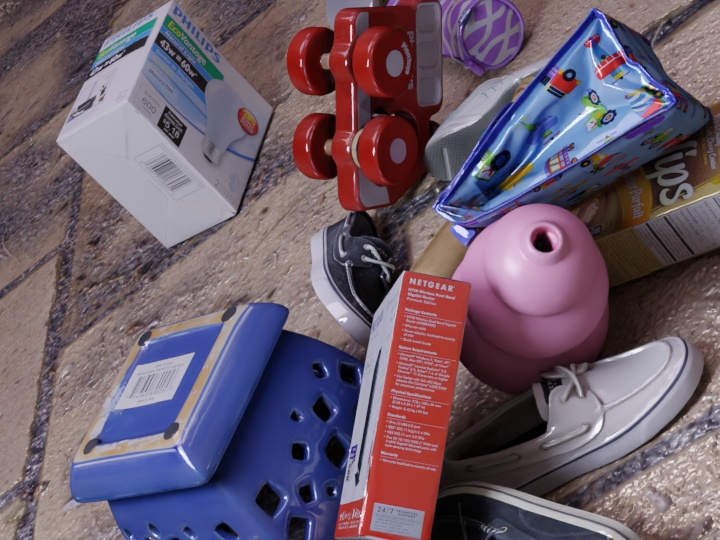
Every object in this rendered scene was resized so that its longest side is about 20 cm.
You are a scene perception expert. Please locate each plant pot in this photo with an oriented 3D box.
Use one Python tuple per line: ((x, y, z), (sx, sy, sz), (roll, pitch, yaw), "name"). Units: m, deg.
((-0.108, 0.144, 1.274), (0.200, 0.180, 0.200), (-15, 41, 44), "plant pot")

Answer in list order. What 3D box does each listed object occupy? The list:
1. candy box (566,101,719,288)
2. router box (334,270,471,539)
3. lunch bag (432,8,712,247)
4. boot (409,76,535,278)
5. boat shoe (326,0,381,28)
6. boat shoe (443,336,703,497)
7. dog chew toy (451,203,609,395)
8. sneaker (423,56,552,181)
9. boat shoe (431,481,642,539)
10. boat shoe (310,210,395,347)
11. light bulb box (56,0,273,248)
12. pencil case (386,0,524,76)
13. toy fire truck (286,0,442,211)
((0.236, -0.058, 1.213), (0.200, 0.055, 0.116), (-24, 33, 36), "candy box")
((0.027, 0.107, 1.112), (0.200, 0.049, 0.180), (117, 164, -78), "router box")
((0.148, -0.085, 1.157), (0.200, 0.094, 0.151), (-43, -14, 17), "lunch bag")
((0.105, -0.047, 1.312), (0.200, 0.066, 0.175), (-53, -15, -18), "boot")
((-0.006, -0.337, 1.905), (0.072, 0.066, 0.200), (-41, 40, 16), "boat shoe")
((0.147, 0.100, 1.108), (0.200, 0.066, 0.072), (-32, 30, 23), "boat shoe")
((0.124, 0.015, 1.123), (0.125, 0.124, 0.200), (-53, -13, -16), "dog chew toy")
((0.143, -0.161, 1.467), (0.200, 0.070, 0.080), (-27, 30, 32), "sneaker")
((0.104, 0.190, 1.039), (0.200, 0.075, 0.062), (5, 50, 50), "boat shoe")
((0.000, 0.000, 1.448), (0.068, 0.072, 0.200), (-40, 21, 13), "boat shoe")
((-0.228, -0.174, 1.850), (0.125, 0.198, 0.200), (-23, 36, 32), "light bulb box")
((0.096, -0.257, 1.656), (0.200, 0.084, 0.086), (29, 98, 63), "pencil case")
((0.026, -0.163, 1.512), (0.112, 0.201, 0.168), (7, 14, 42), "toy fire truck")
